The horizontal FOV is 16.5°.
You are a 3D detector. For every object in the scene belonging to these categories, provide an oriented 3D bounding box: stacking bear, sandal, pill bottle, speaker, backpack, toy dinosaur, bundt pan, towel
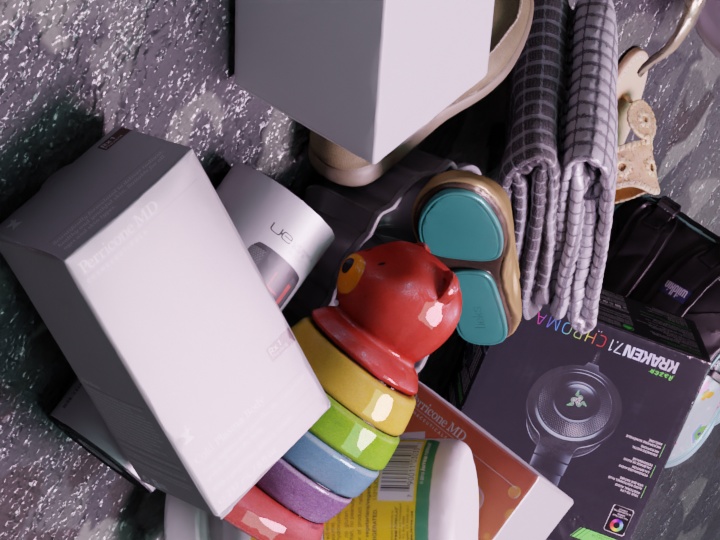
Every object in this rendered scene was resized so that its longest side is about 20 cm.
[{"bbox_3d":[-0.014,0.069,1.550,0.113,0.121,0.200,35,97,-20],"label":"stacking bear"},{"bbox_3d":[0.207,-0.068,1.998,0.077,0.069,0.213,6,112,-63],"label":"sandal"},{"bbox_3d":[-0.026,0.167,1.660,0.113,0.198,0.114,0,90,-79],"label":"pill bottle"},{"bbox_3d":[-0.103,0.033,1.531,0.201,0.081,0.081,-54,154,-11],"label":"speaker"},{"bbox_3d":[0.248,0.063,2.095,0.200,0.175,0.153,-51,150,-7],"label":"backpack"},{"bbox_3d":[0.257,-0.232,1.829,0.201,0.047,0.088,-58,162,6],"label":"toy dinosaur"},{"bbox_3d":[0.000,0.000,1.684,0.202,0.075,0.203,-43,151,-31],"label":"bundt pan"},{"bbox_3d":[0.135,-0.078,1.774,0.201,0.085,0.167,92,2,-51],"label":"towel"}]

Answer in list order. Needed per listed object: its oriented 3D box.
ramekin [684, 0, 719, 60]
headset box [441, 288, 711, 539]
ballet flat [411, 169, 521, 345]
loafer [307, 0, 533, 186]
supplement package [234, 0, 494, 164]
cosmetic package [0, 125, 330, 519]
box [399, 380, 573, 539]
[{"bbox_3d":[0.338,-0.235,1.922,0.094,0.202,0.204,-3,121,-47],"label":"ramekin"},{"bbox_3d":[0.156,0.115,1.963,0.093,0.173,0.201,-94,-154,-70],"label":"headset box"},{"bbox_3d":[0.073,-0.024,1.654,0.200,0.068,0.063,79,20,-58],"label":"ballet flat"},{"bbox_3d":[0.043,-0.137,1.615,0.200,0.076,0.068,-49,159,-22],"label":"loafer"},{"bbox_3d":[0.004,-0.187,1.442,0.117,0.117,0.201,-40,148,-36],"label":"supplement package"},{"bbox_3d":[-0.111,0.029,1.416,0.107,0.090,0.201,-44,128,-22],"label":"cosmetic package"},{"bbox_3d":[0.035,0.199,1.756,0.201,0.124,0.097,-53,155,-1],"label":"box"}]
